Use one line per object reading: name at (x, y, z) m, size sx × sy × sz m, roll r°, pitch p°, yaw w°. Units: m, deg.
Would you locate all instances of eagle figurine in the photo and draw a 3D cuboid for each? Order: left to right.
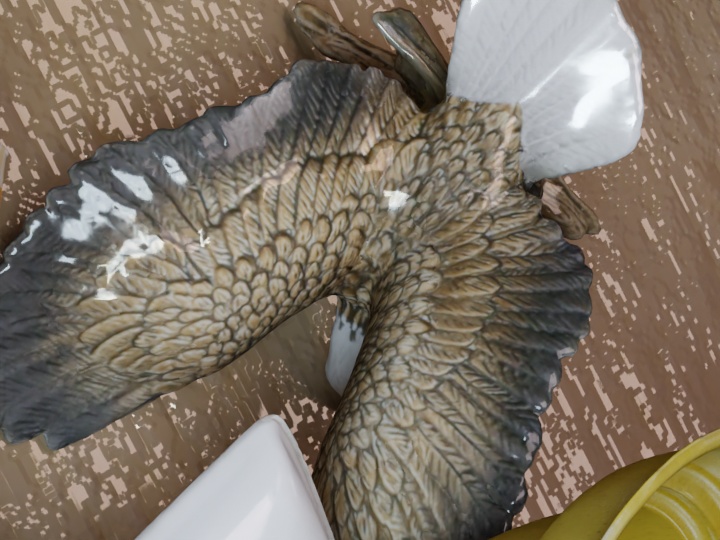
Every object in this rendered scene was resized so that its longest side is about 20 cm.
eagle figurine at (0.001, 0.006, 0.801) m, size 0.200 × 0.152 × 0.151 m, roll -45°, pitch 128°, yaw -43°

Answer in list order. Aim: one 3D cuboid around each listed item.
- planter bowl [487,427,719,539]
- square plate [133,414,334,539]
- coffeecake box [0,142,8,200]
planter bowl at (0.057, 0.132, 0.710) m, size 0.200 × 0.083 × 0.201 m, roll -18°, pitch 114°, yaw -50°
square plate at (-0.047, 0.173, 0.693) m, size 0.200 × 0.028 × 0.198 m, roll -44°, pitch 129°, yaw -28°
coffeecake box at (-0.166, -0.030, 0.632) m, size 0.154 × 0.073 × 0.200 m, roll 47°, pitch 10°, yaw -19°
